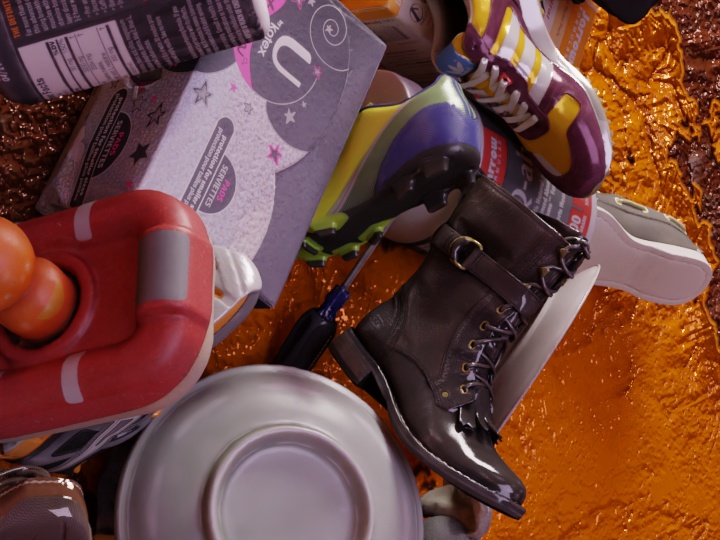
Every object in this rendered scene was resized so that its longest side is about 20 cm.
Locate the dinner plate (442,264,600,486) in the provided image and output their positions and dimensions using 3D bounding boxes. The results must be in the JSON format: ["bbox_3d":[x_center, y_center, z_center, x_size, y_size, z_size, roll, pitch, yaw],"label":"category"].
[{"bbox_3d":[0.111,0.074,1.232,0.024,0.200,0.201,35,61,1],"label":"dinner plate"}]

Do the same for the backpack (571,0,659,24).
[{"bbox_3d":[0.185,-0.304,1.298,0.163,0.200,0.154,43,106,-14],"label":"backpack"}]

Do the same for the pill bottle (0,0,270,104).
[{"bbox_3d":[-0.159,-0.159,0.966,0.198,0.106,0.107,-15,103,2],"label":"pill bottle"}]

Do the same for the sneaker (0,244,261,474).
[{"bbox_3d":[-0.138,0.055,1.011,0.077,0.199,0.079,41,22,-48],"label":"sneaker"}]

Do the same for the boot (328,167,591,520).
[{"bbox_3d":[0.085,0.041,1.092,0.174,0.200,0.069,-45,149,3],"label":"boot"}]

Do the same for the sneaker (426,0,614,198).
[{"bbox_3d":[0.097,-0.133,1.162,0.090,0.075,0.201,-20,78,-36],"label":"sneaker"}]

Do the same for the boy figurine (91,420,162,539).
[{"bbox_3d":[-0.146,0.194,1.055,0.124,0.064,0.202,24,70,-41],"label":"boy figurine"}]

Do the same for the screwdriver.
[{"bbox_3d":[0.000,0.000,1.151,0.029,0.028,0.200,26,105,-46],"label":"screwdriver"}]

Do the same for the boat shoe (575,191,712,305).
[{"bbox_3d":[0.198,-0.028,1.379,0.201,0.072,0.061,18,36,-30],"label":"boat shoe"}]

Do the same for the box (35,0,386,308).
[{"bbox_3d":[-0.092,-0.094,1.073,0.132,0.114,0.201,38,64,-36],"label":"box"}]

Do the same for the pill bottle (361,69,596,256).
[{"bbox_3d":[0.070,-0.063,1.222,0.199,0.115,0.117,23,74,-40],"label":"pill bottle"}]

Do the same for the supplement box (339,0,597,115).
[{"bbox_3d":[0.079,-0.193,1.261,0.200,0.073,0.127,33,68,-38],"label":"supplement box"}]

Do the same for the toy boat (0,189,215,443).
[{"bbox_3d":[-0.184,0.014,0.925,0.131,0.199,0.131,48,34,-53],"label":"toy boat"}]

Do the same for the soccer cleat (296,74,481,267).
[{"bbox_3d":[-0.004,-0.063,1.113,0.065,0.199,0.084,23,52,-45],"label":"soccer cleat"}]

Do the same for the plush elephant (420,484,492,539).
[{"bbox_3d":[0.015,0.203,1.140,0.199,0.154,0.166,-4,92,-42],"label":"plush elephant"}]

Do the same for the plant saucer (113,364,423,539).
[{"bbox_3d":[-0.048,0.151,1.026,0.198,0.050,0.202,6,71,-18],"label":"plant saucer"}]

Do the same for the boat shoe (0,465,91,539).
[{"bbox_3d":[-0.197,0.143,0.934,0.075,0.200,0.072,9,63,-24],"label":"boat shoe"}]
